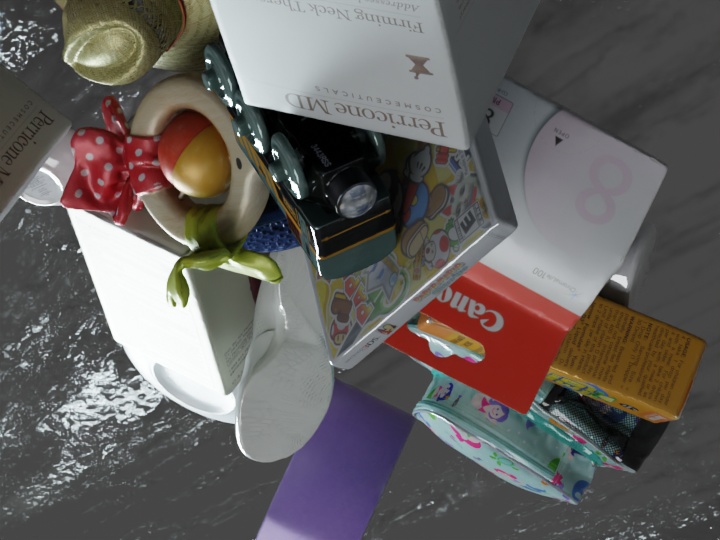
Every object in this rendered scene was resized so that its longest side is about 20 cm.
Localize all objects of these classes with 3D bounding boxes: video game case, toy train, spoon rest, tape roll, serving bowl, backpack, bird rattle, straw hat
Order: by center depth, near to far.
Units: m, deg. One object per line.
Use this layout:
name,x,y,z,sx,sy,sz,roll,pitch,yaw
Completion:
toy train,-0.041,-0.086,1.534,0.200,0.085,0.114,54,162,40
video game case,0.020,-0.063,1.562,0.023,0.201,0.182,14,139,-38
straw hat,-0.177,-0.183,1.676,0.200,0.085,0.202,19,149,12
bird rattle,-0.125,-0.073,1.693,0.200,0.112,0.164,52,129,28
backpack,0.124,0.081,1.775,0.200,0.151,0.177,41,170,-14
spoon rest,-0.303,-0.082,1.967,0.199,0.061,0.099,-18,130,33
tape roll,-0.028,0.204,2.028,0.084,0.201,0.200,24,149,3
serving bowl,-0.136,0.078,2.056,0.199,0.066,0.201,20,149,13

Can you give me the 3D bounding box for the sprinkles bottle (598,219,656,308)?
sprinkles bottle,0.116,-0.032,1.694,0.199,0.069,0.068,18,148,15

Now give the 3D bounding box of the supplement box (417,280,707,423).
supplement box,0.145,0.046,1.660,0.199,0.069,0.067,20,172,-4

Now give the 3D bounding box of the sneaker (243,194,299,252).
sneaker,-0.036,-0.077,1.721,0.070,0.078,0.200,9,154,-39

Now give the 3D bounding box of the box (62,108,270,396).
box,-0.144,-0.013,1.866,0.127,0.109,0.201,25,151,24

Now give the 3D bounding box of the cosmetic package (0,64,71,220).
cosmetic package,-0.375,-0.092,1.836,0.200,0.165,0.165,38,132,-8

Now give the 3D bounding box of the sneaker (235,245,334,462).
sneaker,-0.060,0.053,1.849,0.075,0.201,0.089,9,-165,-18

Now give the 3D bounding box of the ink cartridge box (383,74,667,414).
ink cartridge box,0.099,-0.022,1.593,0.162,0.201,0.057,27,173,-9

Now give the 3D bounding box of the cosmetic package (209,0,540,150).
cosmetic package,0.010,-0.212,1.412,0.166,0.167,0.201,13,148,22
